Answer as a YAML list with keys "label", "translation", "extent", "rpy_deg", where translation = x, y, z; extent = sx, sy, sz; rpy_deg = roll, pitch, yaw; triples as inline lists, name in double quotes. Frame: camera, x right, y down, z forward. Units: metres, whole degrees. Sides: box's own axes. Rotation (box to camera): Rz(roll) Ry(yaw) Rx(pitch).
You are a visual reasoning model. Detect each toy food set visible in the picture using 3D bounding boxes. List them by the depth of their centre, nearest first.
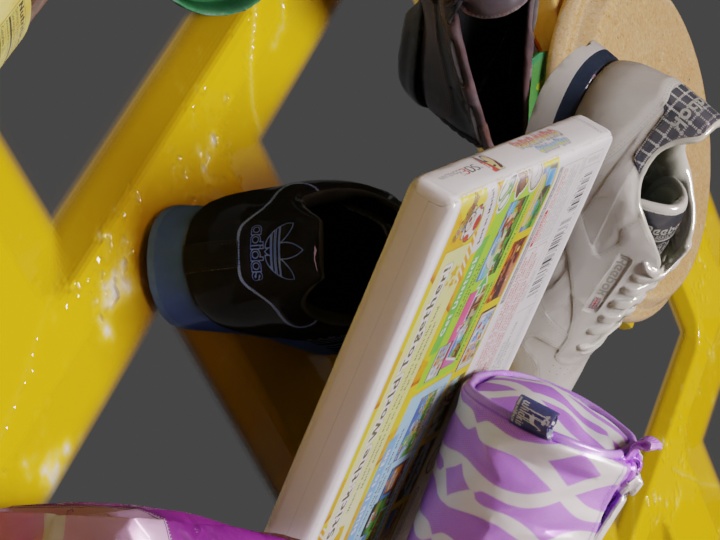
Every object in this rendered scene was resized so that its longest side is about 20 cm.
- label: "toy food set"
  translation: [0.134, -0.068, 1.094]
  extent: [0.200, 0.048, 0.200]
  rpy_deg: [46, 50, -49]

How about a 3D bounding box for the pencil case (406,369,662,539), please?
- label: "pencil case"
  translation: [0.053, 0.139, 0.841]
  extent: [0.084, 0.085, 0.202]
  rpy_deg: [-32, 142, -71]

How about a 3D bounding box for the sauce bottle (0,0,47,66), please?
- label: "sauce bottle"
  translation: [-0.133, -0.089, 0.633]
  extent: [0.066, 0.065, 0.201]
  rpy_deg: [62, 37, -35]

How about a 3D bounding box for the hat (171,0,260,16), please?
- label: "hat"
  translation: [0.009, -0.203, 0.767]
  extent: [0.165, 0.175, 0.202]
  rpy_deg: [36, 57, -53]

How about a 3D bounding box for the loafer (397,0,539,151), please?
- label: "loafer"
  translation: [0.057, -0.122, 0.870]
  extent: [0.072, 0.063, 0.201]
  rpy_deg: [-31, 155, -17]

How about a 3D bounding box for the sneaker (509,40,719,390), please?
- label: "sneaker"
  translation: [0.110, -0.006, 0.964]
  extent: [0.076, 0.080, 0.201]
  rpy_deg: [-42, 150, -46]

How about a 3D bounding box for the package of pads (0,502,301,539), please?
- label: "package of pads"
  translation: [-0.075, 0.182, 0.694]
  extent: [0.120, 0.075, 0.202]
  rpy_deg: [19, 72, -60]

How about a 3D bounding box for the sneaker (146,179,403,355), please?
- label: "sneaker"
  translation: [0.000, 0.000, 0.832]
  extent: [0.199, 0.077, 0.071]
  rpy_deg: [-3, 90, -59]

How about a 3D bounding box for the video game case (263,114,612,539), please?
- label: "video game case"
  translation: [0.026, 0.040, 0.818]
  extent: [0.182, 0.023, 0.201]
  rpy_deg: [-25, 141, -63]
